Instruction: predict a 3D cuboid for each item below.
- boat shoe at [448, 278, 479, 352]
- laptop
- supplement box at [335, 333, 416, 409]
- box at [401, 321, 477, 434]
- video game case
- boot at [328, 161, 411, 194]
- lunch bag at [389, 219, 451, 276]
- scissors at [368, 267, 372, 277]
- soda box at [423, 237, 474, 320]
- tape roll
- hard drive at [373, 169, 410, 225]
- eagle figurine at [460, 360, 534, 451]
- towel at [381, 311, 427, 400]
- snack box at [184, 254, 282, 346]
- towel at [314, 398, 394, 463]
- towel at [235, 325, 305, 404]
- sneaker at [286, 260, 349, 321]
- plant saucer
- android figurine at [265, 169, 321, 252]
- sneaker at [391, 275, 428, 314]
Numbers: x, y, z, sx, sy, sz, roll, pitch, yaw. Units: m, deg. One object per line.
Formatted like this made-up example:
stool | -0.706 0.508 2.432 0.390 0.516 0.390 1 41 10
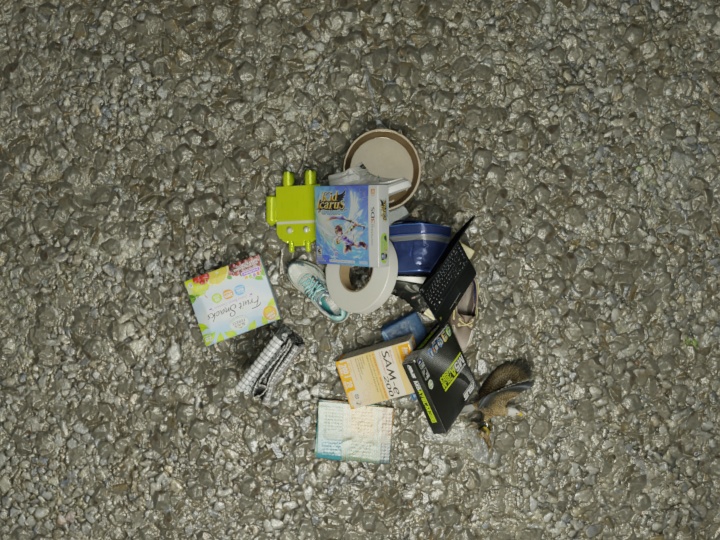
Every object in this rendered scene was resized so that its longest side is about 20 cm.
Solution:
boat shoe | 0.261 0.109 1.731 0.070 0.060 0.205 8 90 -4
laptop | 0.219 0.006 1.555 0.178 0.102 0.201 -52 127 -25
supplement box | 0.052 0.248 1.685 0.196 0.073 0.129 -19 94 17
box | 0.195 0.254 1.657 0.047 0.199 0.196 -18 102 39
video game case | -0.022 -0.105 1.594 0.197 0.045 0.186 4 97 39
boot | 0.018 -0.216 1.654 0.196 0.074 0.098 -15 90 4
lunch bag | 0.122 -0.056 1.666 0.134 0.197 0.136 8 83 -44
scissors | 0.041 -0.076 1.652 0.014 0.072 0.205 7 75 -40
soda box | 0.204 0.021 1.728 0.067 0.064 0.202 31 88 -2
tape roll | 0.000 0.000 1.635 0.200 0.037 0.208 -9 76 38
hard drive | 0.007 -0.135 1.738 0.199 0.033 0.141 -38 91 -1
eagle figurine | 0.343 0.317 1.696 0.149 0.151 0.204 9 109 -37
towel | 0.136 0.213 1.733 0.110 0.049 0.203 -26 90 -3
snack box | -0.313 0.073 1.709 0.196 0.068 0.172 -19 90 -1
towel | -0.016 0.408 1.741 0.195 0.022 0.150 6 91 -4
towel | -0.207 0.224 1.646 0.085 0.200 0.167 37 90 -2
sneaker | -0.102 0.048 1.704 0.199 0.086 0.078 41 92 -1
plant saucer | 0.054 -0.249 1.709 0.195 0.029 0.205 0 90 -1
android figurine | -0.152 -0.147 1.712 0.178 0.041 0.205 1 89 17
sneaker | 0.126 0.059 1.665 0.196 0.076 0.090 0 81 23
